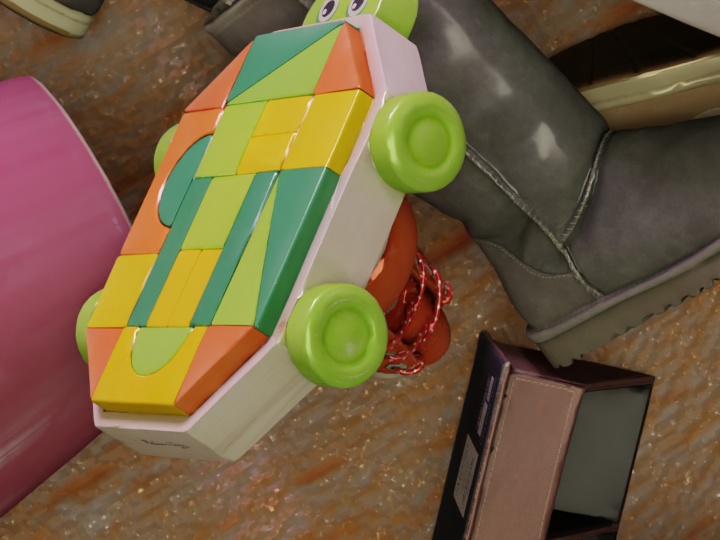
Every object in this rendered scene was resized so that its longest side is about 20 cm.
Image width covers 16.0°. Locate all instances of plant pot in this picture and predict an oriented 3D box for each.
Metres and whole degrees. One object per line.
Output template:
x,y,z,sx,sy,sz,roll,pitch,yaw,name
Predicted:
-0.175,0.023,0.965,0.178,0.200,0.201,-27,99,-14,plant pot

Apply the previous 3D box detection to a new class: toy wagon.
-0.027,-0.031,0.869,0.039,0.155,0.201,32,72,-29,toy wagon

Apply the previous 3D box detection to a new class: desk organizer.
0.067,0.135,1.043,0.076,0.072,0.202,12,97,-7,desk organizer

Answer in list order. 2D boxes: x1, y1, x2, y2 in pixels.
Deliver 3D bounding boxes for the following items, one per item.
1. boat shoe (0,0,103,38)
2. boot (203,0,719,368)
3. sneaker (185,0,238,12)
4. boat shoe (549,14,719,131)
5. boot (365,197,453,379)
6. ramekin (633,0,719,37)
-0.166,-0.171,0.976,0.201,0.072,0.066,41,97,-18,boat shoe
0.062,-0.073,0.953,0.181,0.073,0.200,-35,99,32,boot
-0.093,-0.174,0.985,0.073,0.082,0.200,-43,98,3,sneaker
0.151,-0.068,1.017,0.198,0.071,0.065,-13,110,7,boat shoe
0.000,0.000,0.960,0.107,0.200,0.075,33,86,-14,boot
0.100,-0.154,0.940,0.201,0.202,0.095,23,101,-6,ramekin
